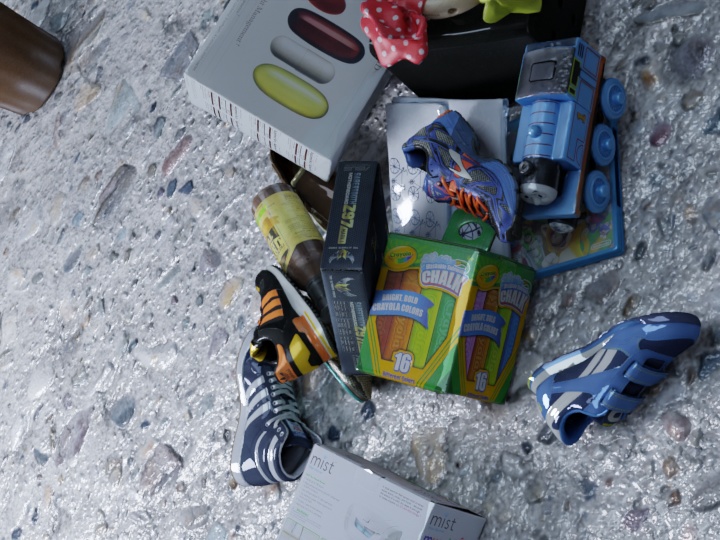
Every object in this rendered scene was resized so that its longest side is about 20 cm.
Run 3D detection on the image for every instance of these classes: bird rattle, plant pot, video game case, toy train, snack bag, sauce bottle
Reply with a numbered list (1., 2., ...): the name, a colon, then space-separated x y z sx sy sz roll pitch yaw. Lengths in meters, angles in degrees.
1. bird rattle: 0.090 -0.307 1.463 0.200 0.113 0.163 -21 55 26
2. plant pot: -0.624 -0.367 2.326 0.200 0.198 0.200 -21 58 37
3. video game case: 0.221 -0.094 1.519 0.143 0.018 0.200 -18 60 38
4. toy train: 0.213 -0.143 1.452 0.087 0.114 0.200 -1 71 44
5. snack bag: 0.100 -0.103 1.573 0.200 0.021 0.189 10 106 51
6. plant pot: 0.149 -0.300 1.570 0.177 0.200 0.200 4 74 31
7. sauce bottle: -0.071 -0.022 1.680 0.065 0.065 0.200 -46 50 19

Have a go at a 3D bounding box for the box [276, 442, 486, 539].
1. box: 0.008 0.305 1.490 0.200 0.097 0.177 18 84 47

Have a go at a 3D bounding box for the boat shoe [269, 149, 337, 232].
1. boat shoe: -0.057 -0.103 1.750 0.075 0.075 0.202 -56 44 9

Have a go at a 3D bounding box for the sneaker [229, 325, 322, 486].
1. sneaker: -0.098 0.164 1.673 0.108 0.070 0.200 -7 74 47

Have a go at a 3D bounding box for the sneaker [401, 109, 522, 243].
1. sneaker: 0.109 -0.089 1.460 0.078 0.075 0.200 -25 43 -11

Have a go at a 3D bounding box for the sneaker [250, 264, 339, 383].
1. sneaker: -0.101 0.063 1.624 0.090 0.070 0.200 -34 34 -8

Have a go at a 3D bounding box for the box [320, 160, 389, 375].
1. box: 0.000 0.000 1.546 0.051 0.200 0.158 2 51 10

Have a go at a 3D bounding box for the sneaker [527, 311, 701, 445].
1. sneaker: 0.258 0.106 1.360 0.200 0.074 0.082 -37 52 36

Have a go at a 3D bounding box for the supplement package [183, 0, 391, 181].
1. supplement package: -0.075 -0.246 1.653 0.191 0.200 0.147 -60 0 -7

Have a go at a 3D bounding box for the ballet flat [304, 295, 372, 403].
1. ballet flat: -0.032 0.082 1.657 0.075 0.068 0.200 -50 41 -2

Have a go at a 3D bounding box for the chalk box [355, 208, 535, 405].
1. chalk box: 0.098 0.031 1.481 0.125 0.124 0.200 10 87 38
